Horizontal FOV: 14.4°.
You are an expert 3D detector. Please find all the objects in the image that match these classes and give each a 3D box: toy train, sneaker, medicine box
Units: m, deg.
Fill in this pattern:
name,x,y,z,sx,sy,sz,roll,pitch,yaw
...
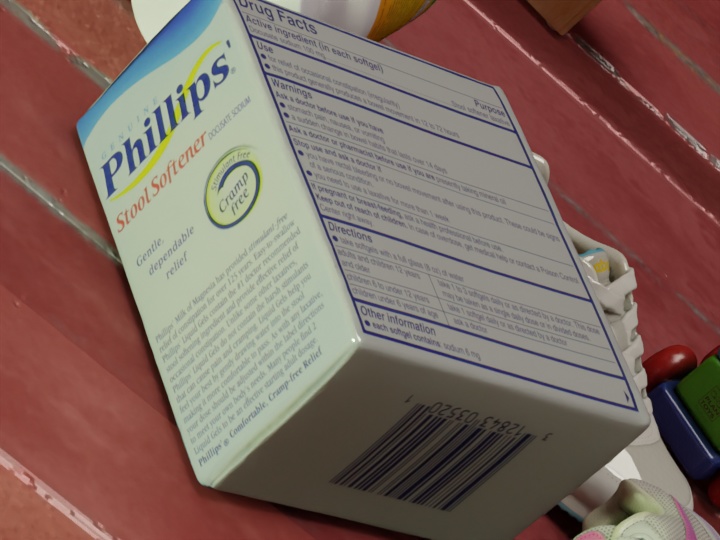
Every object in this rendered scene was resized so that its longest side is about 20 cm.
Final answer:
name,x,y,z,sx,sy,sz,roll,pitch,yaw
toy train,0.237,0.051,1.455,0.200,0.116,0.085,-4,57,-55
sneaker,0.116,0.157,1.204,0.088,0.081,0.200,41,20,-8
sneaker,0.096,0.036,1.316,0.200,0.081,0.076,56,28,14
medicine box,0.000,0.000,1.207,0.182,0.103,0.200,17,40,-43

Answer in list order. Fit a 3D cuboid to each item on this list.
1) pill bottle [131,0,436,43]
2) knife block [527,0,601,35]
name,x,y,z,sx,sy,sz,roll,pitch,yaw
pill bottle,-0.031,-0.147,1.332,0.111,0.111,0.200,48,25,1
knife block,0.147,-0.230,1.623,0.200,0.176,0.064,45,27,-3
